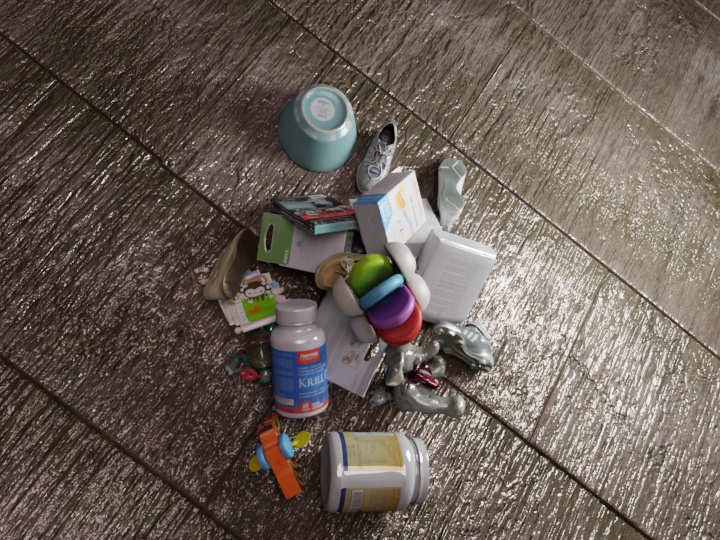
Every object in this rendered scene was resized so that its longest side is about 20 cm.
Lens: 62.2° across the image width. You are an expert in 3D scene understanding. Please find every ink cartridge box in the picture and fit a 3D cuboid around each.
[{"bbox_3d":[-0.027,0.145,1.252,0.169,0.044,0.204,22,69,14],"label":"ink cartridge box"},{"bbox_3d":[-0.117,-0.056,1.278,0.193,0.059,0.108,11,95,14],"label":"ink cartridge box"},{"bbox_3d":[0.080,-0.097,1.344,0.193,0.051,0.164,-4,43,-13],"label":"ink cartridge box"},{"bbox_3d":[0.074,-0.130,1.243,0.200,0.066,0.118,-45,126,-44],"label":"ink cartridge box"}]

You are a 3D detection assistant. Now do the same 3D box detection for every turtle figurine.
[{"bbox_3d":[-0.198,0.158,1.208,0.145,0.101,0.206,0,65,-20],"label":"turtle figurine"}]

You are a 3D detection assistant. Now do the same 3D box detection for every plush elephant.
[{"bbox_3d":[0.107,0.201,1.230,0.192,0.159,0.167,-7,33,-2],"label":"plush elephant"}]

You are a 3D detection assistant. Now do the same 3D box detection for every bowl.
[{"bbox_3d":[-0.091,-0.346,1.383,0.193,0.105,0.208,4,73,-14],"label":"bowl"}]

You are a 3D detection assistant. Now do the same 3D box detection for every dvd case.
[{"bbox_3d":[-0.088,-0.123,1.266,0.142,0.198,0.023,-11,118,-35],"label":"dvd case"}]

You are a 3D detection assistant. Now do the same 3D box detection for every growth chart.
[{"bbox_3d":[-0.229,0.052,1.222,0.142,0.018,0.200,-25,46,-22],"label":"growth chart"}]

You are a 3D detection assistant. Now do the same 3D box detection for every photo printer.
[{"bbox_3d":[0.187,0.024,1.306,0.161,0.205,0.070,13,26,-20],"label":"photo printer"}]

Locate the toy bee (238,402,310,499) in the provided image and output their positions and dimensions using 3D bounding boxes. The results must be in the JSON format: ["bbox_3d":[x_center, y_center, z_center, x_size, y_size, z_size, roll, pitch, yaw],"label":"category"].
[{"bbox_3d":[-0.161,0.331,1.167,0.126,0.109,0.208,-5,104,-2],"label":"toy bee"}]

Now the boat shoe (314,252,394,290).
[{"bbox_3d":[0.000,0.000,1.217,0.195,0.062,0.076,-13,107,-30],"label":"boat shoe"}]

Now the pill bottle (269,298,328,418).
[{"bbox_3d":[-0.118,0.165,1.145,0.108,0.112,0.208,-6,103,-16],"label":"pill bottle"}]

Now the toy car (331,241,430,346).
[{"bbox_3d":[0.052,0.064,1.137,0.172,0.202,0.151,-32,40,-1],"label":"toy car"}]

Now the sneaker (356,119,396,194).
[{"bbox_3d":[0.039,-0.266,1.397,0.072,0.082,0.206,16,64,-4],"label":"sneaker"}]

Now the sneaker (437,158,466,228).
[{"bbox_3d":[0.211,-0.190,1.437,0.068,0.081,0.205,14,51,-2],"label":"sneaker"}]

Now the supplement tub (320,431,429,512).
[{"bbox_3d":[0.025,0.392,1.166,0.193,0.145,0.150,4,72,-13],"label":"supplement tub"}]

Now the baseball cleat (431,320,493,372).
[{"bbox_3d":[0.223,0.145,1.316,0.199,0.069,0.109,41,42,-33],"label":"baseball cleat"}]

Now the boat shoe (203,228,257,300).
[{"bbox_3d":[-0.269,-0.015,1.234,0.063,0.073,0.203,-12,37,21],"label":"boat shoe"}]

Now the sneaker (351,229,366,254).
[{"bbox_3d":[-0.015,-0.023,1.319,0.195,0.077,0.151,9,69,-13],"label":"sneaker"}]
